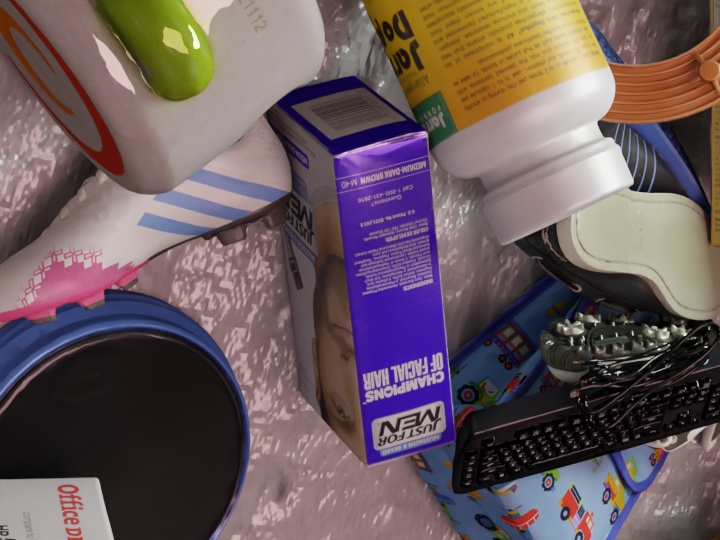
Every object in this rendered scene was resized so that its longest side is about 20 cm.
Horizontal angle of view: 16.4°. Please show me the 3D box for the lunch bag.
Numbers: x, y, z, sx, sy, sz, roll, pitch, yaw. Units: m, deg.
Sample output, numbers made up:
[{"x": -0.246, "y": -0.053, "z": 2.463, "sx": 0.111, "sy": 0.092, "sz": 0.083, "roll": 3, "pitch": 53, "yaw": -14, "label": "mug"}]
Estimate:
[{"x": 0.136, "y": 0.086, "z": 1.614, "sx": 0.200, "sy": 0.094, "sz": 0.151, "roll": -47, "pitch": 126, "yaw": -23, "label": "lunch bag"}]

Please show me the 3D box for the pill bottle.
[{"x": 0.075, "y": -0.122, "z": 1.408, "sx": 0.113, "sy": 0.113, "sz": 0.200, "roll": -24, "pitch": 88, "yaw": -22, "label": "pill bottle"}]

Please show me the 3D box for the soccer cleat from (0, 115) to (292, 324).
[{"x": -0.133, "y": -0.038, "z": 1.401, "sx": 0.200, "sy": 0.070, "sz": 0.087, "roll": -25, "pitch": 105, "yaw": -24, "label": "soccer cleat"}]

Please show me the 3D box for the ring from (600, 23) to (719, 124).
[{"x": 0.162, "y": -0.186, "z": 1.470, "sx": 0.200, "sy": 0.019, "sz": 0.201, "roll": 0, "pitch": 88, "yaw": 2, "label": "ring"}]

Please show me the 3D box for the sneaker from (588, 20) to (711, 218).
[{"x": 0.153, "y": -0.076, "z": 1.564, "sx": 0.078, "sy": 0.070, "sz": 0.200, "roll": -31, "pitch": 135, "yaw": 13, "label": "sneaker"}]

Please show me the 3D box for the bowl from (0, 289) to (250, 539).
[{"x": -0.153, "y": 0.111, "z": 1.458, "sx": 0.200, "sy": 0.039, "sz": 0.201, "roll": -13, "pitch": 116, "yaw": -28, "label": "bowl"}]

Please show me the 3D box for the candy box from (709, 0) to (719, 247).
[{"x": 0.259, "y": -0.125, "z": 1.569, "sx": 0.117, "sy": 0.056, "sz": 0.201, "roll": -40, "pitch": 132, "yaw": -59, "label": "candy box"}]

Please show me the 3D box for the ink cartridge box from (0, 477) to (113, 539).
[{"x": -0.230, "y": 0.176, "z": 1.337, "sx": 0.199, "sy": 0.146, "sz": 0.085, "roll": -1, "pitch": 110, "yaw": -12, "label": "ink cartridge box"}]

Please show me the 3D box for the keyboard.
[{"x": 0.153, "y": 0.089, "z": 1.484, "sx": 0.199, "sy": 0.040, "sz": 0.104, "roll": -16, "pitch": 142, "yaw": -13, "label": "keyboard"}]

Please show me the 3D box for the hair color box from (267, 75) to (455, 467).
[{"x": 0.000, "y": 0.000, "z": 1.461, "sx": 0.065, "sy": 0.109, "sz": 0.201, "roll": -16, "pitch": 117, "yaw": -17, "label": "hair color box"}]

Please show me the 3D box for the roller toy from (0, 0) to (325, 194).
[{"x": -0.113, "y": -0.147, "z": 1.290, "sx": 0.140, "sy": 0.200, "sz": 0.183, "roll": -39, "pitch": 155, "yaw": -13, "label": "roller toy"}]

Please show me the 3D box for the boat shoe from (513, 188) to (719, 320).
[{"x": 0.158, "y": -0.011, "z": 1.540, "sx": 0.199, "sy": 0.066, "sz": 0.075, "roll": 10, "pitch": 81, "yaw": -52, "label": "boat shoe"}]

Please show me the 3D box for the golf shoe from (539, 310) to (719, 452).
[{"x": 0.181, "y": 0.072, "z": 1.554, "sx": 0.200, "sy": 0.077, "sz": 0.088, "roll": 5, "pitch": 97, "yaw": -49, "label": "golf shoe"}]

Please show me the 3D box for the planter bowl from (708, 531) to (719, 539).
[{"x": 0.285, "y": 0.230, "z": 1.739, "sx": 0.200, "sy": 0.084, "sz": 0.201, "roll": -9, "pitch": 129, "yaw": -11, "label": "planter bowl"}]
